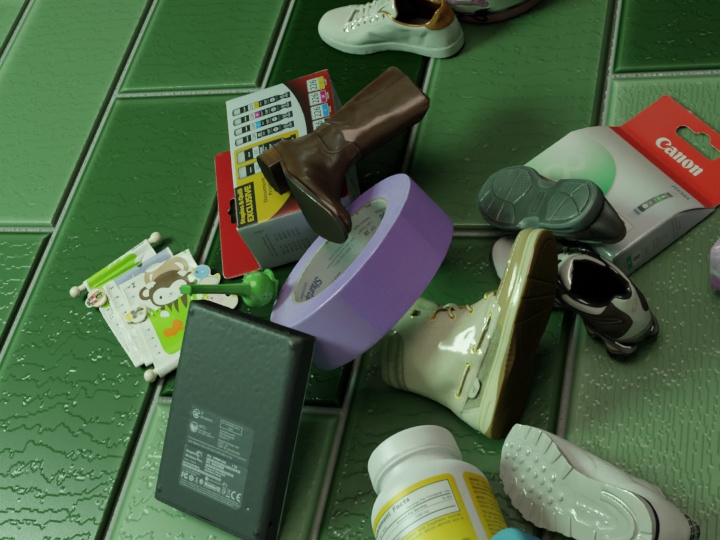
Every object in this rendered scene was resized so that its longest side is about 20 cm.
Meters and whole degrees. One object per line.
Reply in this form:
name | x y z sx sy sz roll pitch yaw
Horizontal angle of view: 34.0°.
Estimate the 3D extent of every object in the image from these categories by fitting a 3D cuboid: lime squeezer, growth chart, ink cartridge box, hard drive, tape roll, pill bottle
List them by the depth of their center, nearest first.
pill bottle | 0.074 0.238 1.005 0.111 0.113 0.201 -23 50 2
hard drive | -0.123 0.142 1.126 0.138 0.033 0.203 16 99 30
tape roll | 0.000 0.000 1.170 0.200 0.066 0.201 -43 18 17
lime squeezer | -0.117 0.020 1.216 0.070 0.200 0.038 -11 91 13
ink cartridge box | 0.290 -0.103 1.222 0.199 0.050 0.161 -36 51 -6
growth chart | -0.226 0.036 1.328 0.144 0.018 0.200 -39 52 -11
ink cartridge box | -0.095 -0.109 1.343 0.173 0.084 0.202 -17 52 8

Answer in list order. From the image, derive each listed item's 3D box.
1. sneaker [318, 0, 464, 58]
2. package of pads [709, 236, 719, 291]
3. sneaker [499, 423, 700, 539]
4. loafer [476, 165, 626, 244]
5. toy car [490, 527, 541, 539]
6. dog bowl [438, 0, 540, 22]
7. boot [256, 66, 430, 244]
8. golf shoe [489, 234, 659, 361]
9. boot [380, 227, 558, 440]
sneaker | 0.030 -0.318 1.453 0.197 0.085 0.073 8 59 27
package of pads | 0.433 0.002 1.073 0.199 0.076 0.120 32 68 35
sneaker | 0.200 0.194 1.025 0.199 0.080 0.077 32 112 51
loafer | 0.186 -0.056 1.169 0.072 0.063 0.200 -58 25 -5
toy car | 0.206 0.267 0.837 0.200 0.183 0.179 -39 32 49
dog bowl | 0.163 -0.393 1.466 0.197 0.074 0.202 -9 53 13
boot | 0.010 -0.129 1.224 0.199 0.065 0.186 -32 44 -13
golf shoe | 0.203 0.001 1.147 0.199 0.095 0.078 31 70 36
boot | 0.099 0.041 1.122 0.153 0.072 0.203 22 105 35
